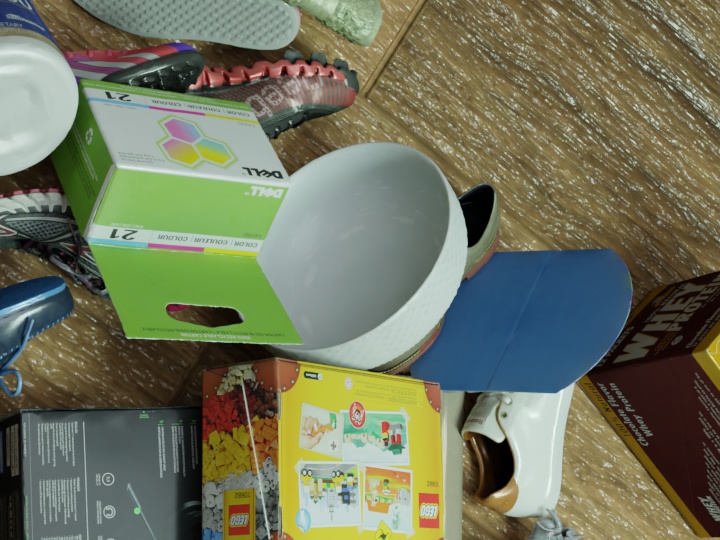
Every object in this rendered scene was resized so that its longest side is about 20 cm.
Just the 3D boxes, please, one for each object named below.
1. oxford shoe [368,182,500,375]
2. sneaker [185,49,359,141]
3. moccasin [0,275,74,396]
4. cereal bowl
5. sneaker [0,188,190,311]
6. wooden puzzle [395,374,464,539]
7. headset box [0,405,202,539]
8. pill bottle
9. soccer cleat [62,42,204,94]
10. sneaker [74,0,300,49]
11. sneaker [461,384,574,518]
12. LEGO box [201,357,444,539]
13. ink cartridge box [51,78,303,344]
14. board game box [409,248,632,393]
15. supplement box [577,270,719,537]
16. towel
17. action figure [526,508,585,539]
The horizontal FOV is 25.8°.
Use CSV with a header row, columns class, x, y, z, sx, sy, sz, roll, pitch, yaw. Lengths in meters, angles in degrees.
class,x,y,z,sx,sy,sz,roll,pitch,yaw
oxford shoe,0.051,0.003,1.314,0.070,0.075,0.201,29,62,13
sneaker,-0.091,-0.126,1.285,0.198,0.071,0.099,-6,82,-24
moccasin,-0.299,0.070,1.155,0.198,0.080,0.069,-26,106,-10
cereal bowl,0.000,0.000,1.253,0.083,0.198,0.201,51,59,-45
sneaker,-0.210,-0.017,1.203,0.198,0.080,0.076,8,79,-24
wooden puzzle,0.002,0.175,1.289,0.198,0.037,0.188,7,77,-24
headset box,-0.166,0.191,1.175,0.198,0.093,0.177,0,80,-25
pill bottle,-0.287,-0.169,1.134,0.110,0.112,0.201,-13,46,-26
soccer cleat,-0.219,-0.144,1.202,0.198,0.068,0.074,-21,71,0
sneaker,-0.143,-0.247,1.289,0.198,0.076,0.105,11,46,-6
sneaker,0.131,0.106,1.337,0.084,0.072,0.203,10,77,-34
LEGO box,-0.024,0.153,1.179,0.199,0.077,0.151,14,72,-49
ink cartridge box,-0.122,-0.041,1.132,0.146,0.076,0.201,5,38,-33
board game box,0.138,0.052,1.306,0.039,0.198,0.159,58,46,-35
supplement box,0.333,0.113,1.364,0.133,0.200,0.198,-43,99,-25
towel,-0.050,-0.280,1.290,0.147,0.036,0.202,26,38,-34
action figure,0.176,0.298,1.324,0.129,0.069,0.203,-13,94,-44
